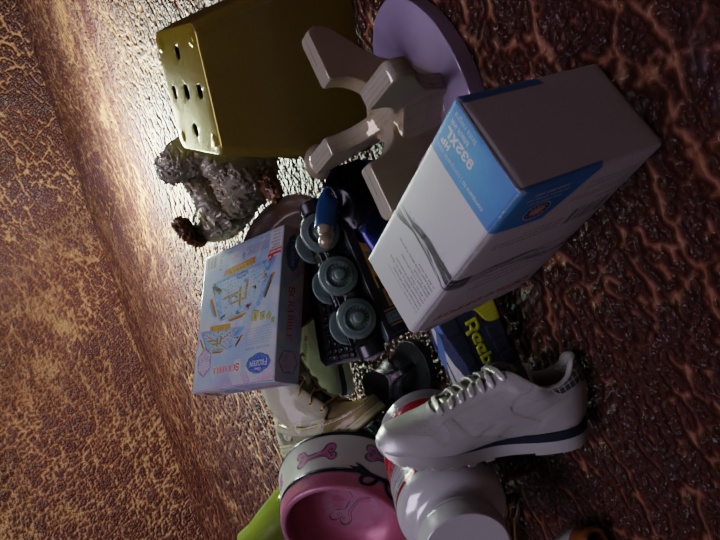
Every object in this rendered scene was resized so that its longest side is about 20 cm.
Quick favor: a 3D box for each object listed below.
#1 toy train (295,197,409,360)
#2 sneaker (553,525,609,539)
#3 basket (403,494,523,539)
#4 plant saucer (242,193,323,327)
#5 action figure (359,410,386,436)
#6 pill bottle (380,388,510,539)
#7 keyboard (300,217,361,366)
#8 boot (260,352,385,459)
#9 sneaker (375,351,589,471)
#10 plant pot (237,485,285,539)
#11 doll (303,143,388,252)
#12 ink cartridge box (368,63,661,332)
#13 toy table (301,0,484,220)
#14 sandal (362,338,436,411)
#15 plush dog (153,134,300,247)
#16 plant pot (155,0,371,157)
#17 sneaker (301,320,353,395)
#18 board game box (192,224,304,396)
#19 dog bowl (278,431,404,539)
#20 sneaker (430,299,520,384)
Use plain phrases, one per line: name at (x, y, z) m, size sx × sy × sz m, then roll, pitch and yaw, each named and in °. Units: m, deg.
toy train at (0.000, 0.000, 0.782) m, size 0.085 × 0.113 × 0.202 m, roll 130°, pitch 118°, yaw -72°
sneaker at (0.249, 0.331, 0.608) m, size 0.201 × 0.072 × 0.085 m, roll 57°, pitch 152°, yaw 24°
basket at (0.103, 0.355, 0.806) m, size 0.148 × 0.142 × 0.203 m, roll 18°, pitch 123°, yaw 54°
plant saucer at (-0.099, -0.006, 0.944) m, size 0.198 × 0.032 × 0.203 m, roll -12°, pitch 70°, yaw 36°
action figure at (0.015, 0.268, 0.940) m, size 0.194 × 0.104 × 0.200 m, roll 47°, pitch 154°, yaw 11°
pill bottle at (0.086, 0.222, 0.703) m, size 0.200 × 0.111 × 0.114 m, roll -108°, pitch 8°, yaw -68°
keyboard at (-0.025, 0.014, 0.845) m, size 0.103 × 0.040 × 0.203 m, roll -13°, pitch 81°, yaw 20°
boot at (-0.068, 0.158, 0.896) m, size 0.199 × 0.072 × 0.156 m, roll -30°, pitch 83°, yaw 41°
sneaker at (0.108, 0.126, 0.611) m, size 0.076 × 0.197 × 0.082 m, roll -111°, pitch 12°, yaw -72°
plant pot at (-0.079, 0.406, 1.037) m, size 0.201 × 0.192 × 0.201 m, roll 52°, pitch 170°, yaw 13°
doll at (0.009, -0.061, 0.714) m, size 0.200 × 0.136 × 0.049 m, roll 48°, pitch 157°, yaw 11°
ink cartridge box at (0.109, -0.050, 0.528) m, size 0.084 × 0.144 × 0.201 m, roll 58°, pitch 150°, yaw 19°
toy table at (0.030, -0.153, 0.629) m, size 0.201 × 0.116 × 0.184 m, roll 59°, pitch 150°, yaw 15°
sandal at (0.042, 0.150, 0.875) m, size 0.076 × 0.048 × 0.201 m, roll 61°, pitch 151°, yaw 14°
plush dog at (-0.186, -0.112, 0.962) m, size 0.160 × 0.200 × 0.172 m, roll 44°, pitch 139°, yaw 9°
plant pot at (-0.123, -0.226, 0.783) m, size 0.199 × 0.175 × 0.203 m, roll 20°, pitch 125°, yaw 53°
sneaker at (-0.071, 0.101, 0.981) m, size 0.076 × 0.080 × 0.203 m, roll -170°, pitch 64°, yaw -73°
board game box at (-0.152, 0.061, 0.904) m, size 0.199 × 0.041 × 0.202 m, roll -16°, pitch 65°, yaw 46°
dog bowl at (-0.014, 0.301, 0.841) m, size 0.074 × 0.197 × 0.202 m, roll -77°, pitch -12°, yaw -57°
sneaker at (0.119, 0.091, 0.682) m, size 0.082 × 0.073 × 0.202 m, roll -138°, pitch 27°, yaw -71°
